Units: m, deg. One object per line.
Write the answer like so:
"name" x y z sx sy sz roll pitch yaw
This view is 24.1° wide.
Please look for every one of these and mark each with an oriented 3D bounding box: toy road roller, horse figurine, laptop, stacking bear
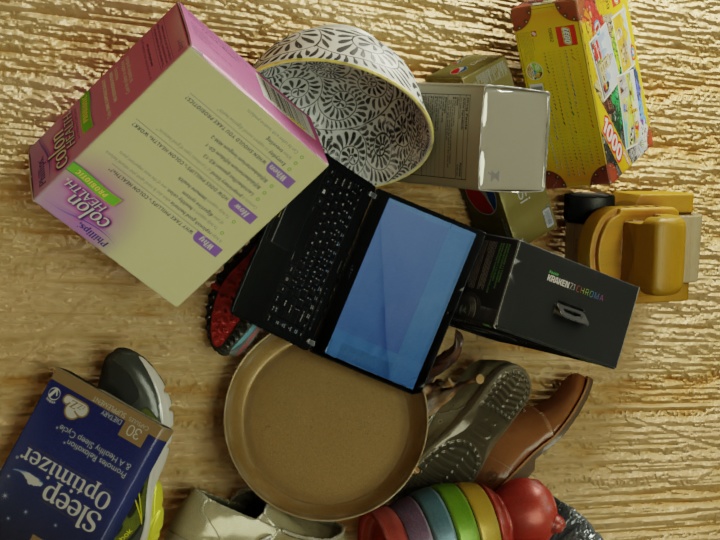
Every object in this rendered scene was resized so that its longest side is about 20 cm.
"toy road roller" 0.322 -0.021 1.866 0.200 0.146 0.123 -2 98 -34
"horse figurine" 0.050 0.153 1.737 0.050 0.132 0.200 46 57 -16
"laptop" 0.000 0.000 1.600 0.200 0.103 0.178 31 79 -51
"stacking bear" 0.110 0.270 1.742 0.199 0.122 0.114 -13 127 -17

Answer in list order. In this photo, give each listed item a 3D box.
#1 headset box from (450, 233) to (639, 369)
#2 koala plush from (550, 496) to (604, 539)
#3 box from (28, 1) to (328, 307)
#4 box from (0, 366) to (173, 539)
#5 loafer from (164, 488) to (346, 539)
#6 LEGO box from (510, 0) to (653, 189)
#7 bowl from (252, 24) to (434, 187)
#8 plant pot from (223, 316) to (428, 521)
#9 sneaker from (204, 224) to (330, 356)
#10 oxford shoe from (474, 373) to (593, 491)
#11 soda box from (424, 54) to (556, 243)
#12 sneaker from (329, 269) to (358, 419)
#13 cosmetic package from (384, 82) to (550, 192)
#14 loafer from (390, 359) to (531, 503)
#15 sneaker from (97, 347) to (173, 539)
"headset box" 0.161 0.026 1.733 0.174 0.200 0.093 20 85 -35
"koala plush" 0.226 0.364 1.855 0.178 0.184 0.200 -53 133 -16
"box" -0.164 -0.101 1.507 0.200 0.097 0.176 -43 122 14
"box" -0.268 0.203 1.514 0.200 0.121 0.032 -62 164 -3
"loafer" -0.094 0.253 1.659 0.200 0.076 0.068 8 99 -34
"LEGO box" 0.238 -0.204 1.792 0.149 0.077 0.201 -39 120 -55
"bowl" -0.023 -0.172 1.613 0.201 0.200 0.094 33 51 -33
"plant pot" -0.034 0.145 1.645 0.199 0.027 0.201 0 77 -2
"sneaker" -0.071 0.005 1.647 0.095 0.079 0.200 36 84 -42
"oxford shoe" 0.185 0.171 1.854 0.071 0.071 0.200 44 60 5
"soda box" 0.138 -0.125 1.775 0.064 0.068 0.200 -30 113 -28
"sneaker" -0.030 0.087 1.708 0.088 0.077 0.200 25 83 -2
"cosmetic package" 0.088 -0.133 1.660 0.087 0.200 0.104 0 98 -35
"loafer" 0.101 0.175 1.797 0.200 0.068 0.076 -47 120 -1
"sneaker" -0.226 0.173 1.558 0.085 0.074 0.201 -11 103 -49
